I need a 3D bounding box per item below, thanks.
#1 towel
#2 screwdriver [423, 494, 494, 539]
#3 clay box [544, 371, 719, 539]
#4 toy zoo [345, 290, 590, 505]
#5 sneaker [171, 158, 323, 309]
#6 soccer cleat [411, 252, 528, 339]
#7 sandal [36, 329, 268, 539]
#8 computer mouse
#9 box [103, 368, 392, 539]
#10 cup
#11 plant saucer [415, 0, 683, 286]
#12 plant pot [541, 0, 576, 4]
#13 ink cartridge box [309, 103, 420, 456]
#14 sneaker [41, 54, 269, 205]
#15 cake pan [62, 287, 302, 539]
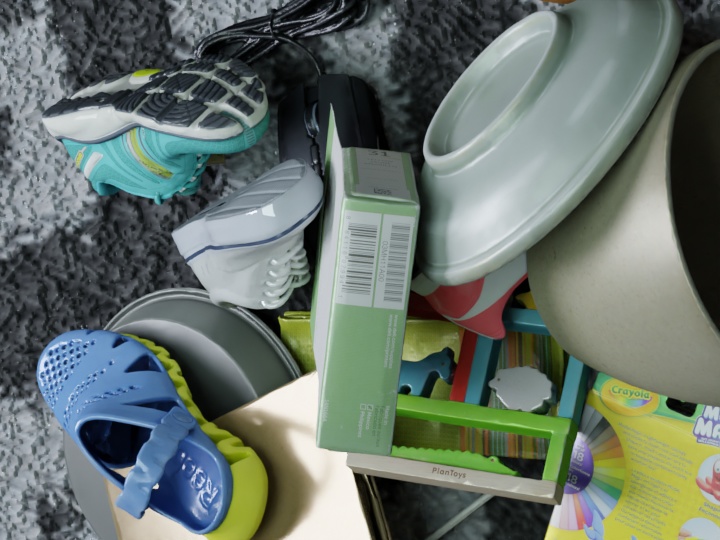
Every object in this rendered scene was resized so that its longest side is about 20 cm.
[{"bbox_3d":[0.037,0.069,1.539,0.199,0.018,0.087,1,95,30],"label":"towel"},{"bbox_3d":[0.015,0.187,1.555,0.200,0.029,0.028,-42,75,32],"label":"screwdriver"},{"bbox_3d":[0.169,0.153,1.454,0.114,0.048,0.201,24,106,28],"label":"clay box"},{"bbox_3d":[0.075,0.029,1.470,0.130,0.020,0.201,7,74,21],"label":"toy zoo"},{"bbox_3d":[-0.055,-0.017,1.503,0.073,0.200,0.071,-36,96,-15],"label":"sneaker"},{"bbox_3d":[0.107,-0.054,1.445,0.073,0.068,0.200,39,85,-15],"label":"soccer cleat"},{"bbox_3d":[-0.141,0.095,1.536,0.200,0.087,0.080,34,107,41],"label":"sandal"},{"bbox_3d":[-0.043,-0.070,1.554,0.140,0.046,0.201,-13,89,30],"label":"computer mouse"},{"bbox_3d":[-0.066,0.168,1.537,0.199,0.021,0.164,-27,71,36],"label":"box"},{"bbox_3d":[0.174,-0.011,1.362,0.143,0.200,0.201,-18,86,43],"label":"cup"},{"bbox_3d":[0.086,-0.085,1.351,0.050,0.200,0.200,40,119,-17],"label":"plant saucer"},{"bbox_3d":[0.146,-0.254,1.352,0.199,0.200,0.141,-28,65,29],"label":"plant pot"},{"bbox_3d":[0.000,0.000,1.424,0.048,0.200,0.146,5,108,-2],"label":"ink cartridge box"},{"bbox_3d":[-0.117,-0.084,1.567,0.199,0.077,0.080,0,121,53],"label":"sneaker"},{"bbox_3d":[-0.115,0.113,1.612,0.199,0.037,0.202,6,101,33],"label":"cake pan"}]
